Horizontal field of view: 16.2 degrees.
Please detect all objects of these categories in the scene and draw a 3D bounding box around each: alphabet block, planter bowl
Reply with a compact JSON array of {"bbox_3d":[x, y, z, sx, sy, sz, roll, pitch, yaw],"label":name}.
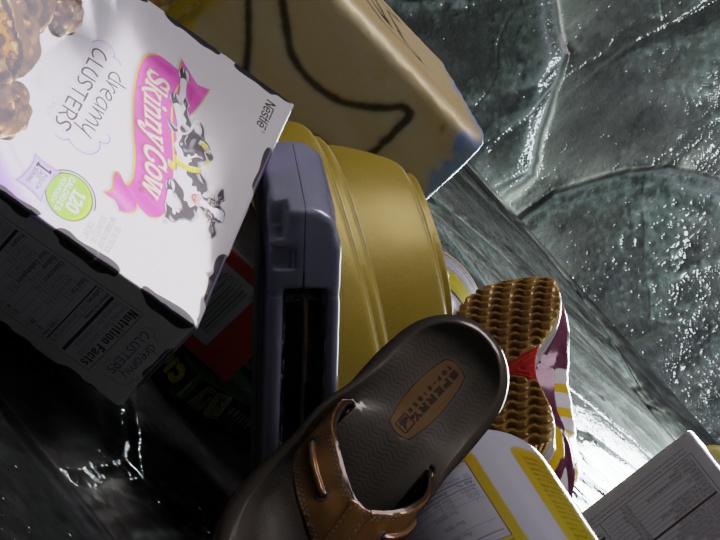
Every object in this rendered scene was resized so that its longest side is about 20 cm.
[{"bbox_3d":[-0.062,-0.119,1.706,0.200,0.195,0.196,45,7,-21],"label":"alphabet block"},{"bbox_3d":[0.000,0.000,1.385,0.200,0.083,0.201,166,-90,-82],"label":"planter bowl"}]

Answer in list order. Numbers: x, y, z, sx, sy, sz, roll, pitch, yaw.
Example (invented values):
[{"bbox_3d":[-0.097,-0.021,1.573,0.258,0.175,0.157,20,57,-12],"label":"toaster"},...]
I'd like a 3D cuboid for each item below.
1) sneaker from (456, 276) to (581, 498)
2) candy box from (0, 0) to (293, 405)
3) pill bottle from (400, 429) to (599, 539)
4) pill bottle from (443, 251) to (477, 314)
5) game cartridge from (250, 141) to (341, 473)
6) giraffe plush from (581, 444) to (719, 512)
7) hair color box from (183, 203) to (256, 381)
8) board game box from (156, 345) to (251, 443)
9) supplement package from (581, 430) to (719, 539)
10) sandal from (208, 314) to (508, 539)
[{"bbox_3d":[0.097,0.087,1.552,0.200,0.075,0.090,-80,158,-53],"label":"sneaker"},{"bbox_3d":[-0.146,-0.064,1.137,0.200,0.072,0.168,35,40,-14],"label":"candy box"},{"bbox_3d":[0.058,0.146,1.184,0.112,0.112,0.200,38,14,-46],"label":"pill bottle"},{"bbox_3d":[0.028,0.041,1.699,0.109,0.109,0.200,47,8,-2],"label":"pill bottle"},{"bbox_3d":[-0.033,0.046,1.212,0.041,0.201,0.133,-1,19,-9],"label":"game cartridge"},{"bbox_3d":[0.221,0.204,1.731,0.173,0.162,0.200,43,9,-28],"label":"giraffe plush"},{"bbox_3d":[-0.105,-0.031,1.400,0.101,0.061,0.200,43,10,-27],"label":"hair color box"},{"bbox_3d":[-0.067,0.064,1.427,0.200,0.023,0.105,36,15,-52],"label":"board game box"},{"bbox_3d":[0.209,0.223,1.573,0.200,0.151,0.152,52,4,8],"label":"supplement package"},{"bbox_3d":[0.004,0.096,1.116,0.082,0.200,0.055,46,-23,-5],"label":"sandal"}]
